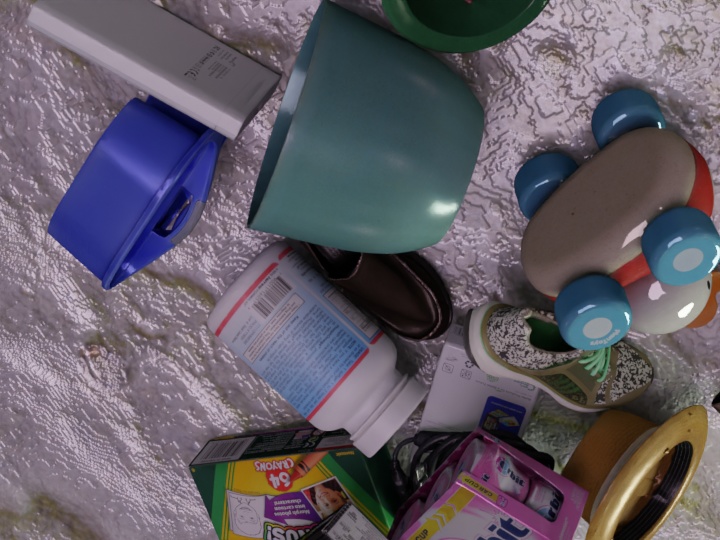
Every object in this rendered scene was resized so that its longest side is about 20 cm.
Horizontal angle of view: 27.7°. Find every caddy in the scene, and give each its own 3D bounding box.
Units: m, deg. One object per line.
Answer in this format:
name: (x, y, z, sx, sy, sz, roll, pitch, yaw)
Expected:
caddy: (-0.190, -0.073, 1.320, 0.105, 0.141, 0.201, 38, 117, 0)

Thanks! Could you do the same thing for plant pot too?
plant pot: (0.011, -0.106, 1.232, 0.159, 0.201, 0.202, 18, 118, -8)

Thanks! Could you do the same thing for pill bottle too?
pill bottle: (-0.038, 0.076, 1.355, 0.200, 0.109, 0.109, 43, 117, 2)

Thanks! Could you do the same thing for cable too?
cable: (0.123, 0.234, 1.401, 0.161, 0.051, 0.202, -13, 113, 19)

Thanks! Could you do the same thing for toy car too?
toy car: (0.256, -0.015, 1.253, 0.177, 0.185, 0.199, -39, 130, 24)

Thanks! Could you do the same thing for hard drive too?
hard drive: (-0.175, -0.190, 1.266, 0.199, 0.132, 0.027, 30, 117, -1)

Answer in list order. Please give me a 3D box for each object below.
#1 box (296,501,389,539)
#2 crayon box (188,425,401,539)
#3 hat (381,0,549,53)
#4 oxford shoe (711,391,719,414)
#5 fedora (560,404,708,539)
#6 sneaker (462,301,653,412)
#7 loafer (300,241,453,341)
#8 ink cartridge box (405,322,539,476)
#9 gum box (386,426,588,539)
box: (0.017, 0.318, 1.356, 0.200, 0.048, 0.193, 45, 148, 1)
crayon box: (-0.051, 0.246, 1.463, 0.198, 0.058, 0.174, -10, 111, 27)
hat: (0.052, -0.298, 1.229, 0.198, 0.176, 0.167, 9, 121, -34)
oxford shoe: (0.375, 0.062, 1.289, 0.072, 0.071, 0.202, 24, 118, 7)
fedora: (0.237, 0.186, 1.330, 0.082, 0.200, 0.202, 35, 121, 28)
sneaker: (0.191, 0.075, 1.291, 0.198, 0.078, 0.088, 15, 161, -27)
loafer: (0.000, 0.000, 1.346, 0.200, 0.071, 0.073, 41, 117, -7)
ink cartridge box: (0.106, 0.150, 1.399, 0.098, 0.039, 0.202, 18, 125, 5)
gum box: (0.107, 0.227, 1.295, 0.113, 0.066, 0.200, 31, 142, -3)
